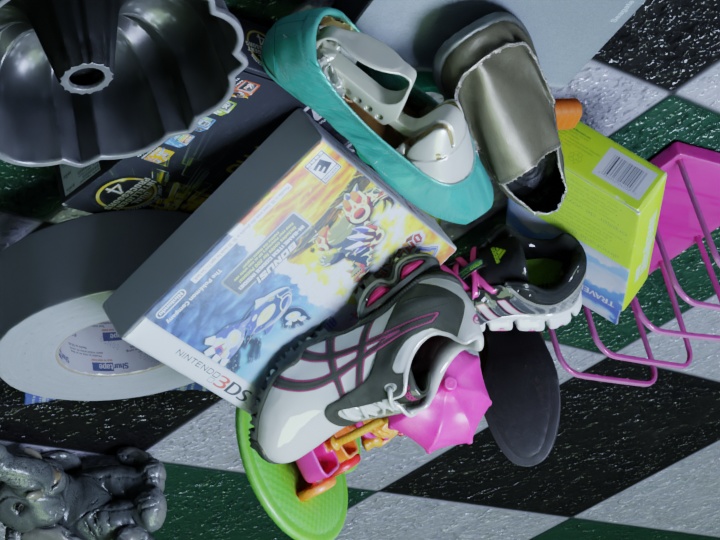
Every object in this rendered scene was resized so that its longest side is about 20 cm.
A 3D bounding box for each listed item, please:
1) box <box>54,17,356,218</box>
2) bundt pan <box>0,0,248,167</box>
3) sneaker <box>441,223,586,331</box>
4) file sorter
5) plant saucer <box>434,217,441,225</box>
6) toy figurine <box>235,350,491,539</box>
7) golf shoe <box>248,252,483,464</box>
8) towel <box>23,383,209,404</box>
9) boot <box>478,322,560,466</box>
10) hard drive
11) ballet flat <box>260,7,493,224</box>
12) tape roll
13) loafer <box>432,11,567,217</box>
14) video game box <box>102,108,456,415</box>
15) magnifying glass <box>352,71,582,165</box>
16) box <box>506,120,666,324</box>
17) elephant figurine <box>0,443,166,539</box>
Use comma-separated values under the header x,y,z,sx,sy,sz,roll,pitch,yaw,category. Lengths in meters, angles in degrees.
x,y,z,sx,sy,sz,roll,pitch,yaw,category
-0.096,-0.094,1.292,0.200,0.049,0.161,-33,151,34,box
-0.174,-0.148,1.118,0.201,0.076,0.202,-11,153,-5,bundt pan
0.092,0.007,1.411,0.199,0.074,0.088,-5,145,-20,sneaker
0.266,0.004,1.570,0.139,0.126,0.200,9,145,-39,file sorter
0.000,0.000,1.428,0.200,0.031,0.200,-40,158,-20,plant saucer
0.025,0.116,1.478,0.184,0.150,0.200,-25,-179,25,toy figurine
0.000,0.078,1.307,0.200,0.088,0.077,-46,142,12,golf shoe
-0.193,0.076,1.601,0.199,0.024,0.145,-3,151,-20,towel
0.137,0.091,1.573,0.068,0.189,0.200,-21,162,5,boot
0.089,-0.182,1.228,0.200,0.033,0.140,3,149,-30,hard drive
0.024,-0.101,1.190,0.200,0.067,0.070,37,148,-19,ballet flat
-0.182,0.030,1.376,0.200,0.066,0.200,-9,155,-4,tape roll
0.109,-0.104,1.250,0.075,0.070,0.200,-34,147,2,loafer
-0.055,0.005,1.299,0.200,0.047,0.182,-44,140,9,video game box
0.078,-0.110,1.300,0.200,0.022,0.080,-4,139,-34,magnifying glass
0.175,-0.043,1.444,0.048,0.122,0.200,-51,161,-19,box
-0.297,0.225,1.757,0.199,0.156,0.142,8,-169,-18,elephant figurine
